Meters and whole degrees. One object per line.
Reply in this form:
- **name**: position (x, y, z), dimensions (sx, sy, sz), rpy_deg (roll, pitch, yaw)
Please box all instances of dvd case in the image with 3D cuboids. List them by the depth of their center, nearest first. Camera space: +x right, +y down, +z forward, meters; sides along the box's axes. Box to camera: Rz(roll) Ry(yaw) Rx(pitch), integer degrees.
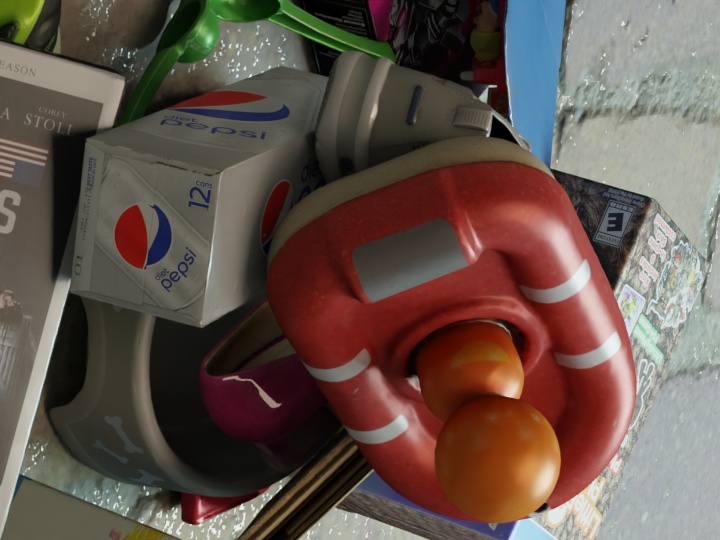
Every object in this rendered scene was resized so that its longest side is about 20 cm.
- **dvd case**: position (-0.189, -0.001, 1.106), dimensions (0.150, 0.025, 0.201), rpy_deg (14, 94, -24)

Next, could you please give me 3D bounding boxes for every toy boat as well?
- **toy boat**: position (0.048, 0.048, 1.149), dimensions (0.200, 0.130, 0.131), rpy_deg (59, 13, -51)

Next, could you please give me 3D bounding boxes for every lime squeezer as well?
- **lime squeezer**: position (-0.066, -0.104, 1.308), dimensions (0.200, 0.038, 0.071), rpy_deg (-26, 107, -46)

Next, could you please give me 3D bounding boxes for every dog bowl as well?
- **dog bowl**: position (-0.063, 0.018, 1.339), dimensions (0.200, 0.059, 0.201), rpy_deg (-24, 124, -42)

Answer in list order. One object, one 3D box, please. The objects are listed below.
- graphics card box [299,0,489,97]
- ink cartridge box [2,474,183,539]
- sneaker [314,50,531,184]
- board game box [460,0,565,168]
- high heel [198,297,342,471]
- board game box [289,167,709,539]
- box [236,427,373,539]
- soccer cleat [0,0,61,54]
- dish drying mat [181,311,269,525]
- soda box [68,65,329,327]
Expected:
- **graphics card box**: position (0.021, -0.159, 1.421), dimensions (0.126, 0.051, 0.200), rpy_deg (-49, 142, -34)
- **ink cartridge box**: position (-0.103, 0.196, 1.250), dimensions (0.145, 0.200, 0.147), rpy_deg (-65, 148, -12)
- **sneaker**: position (0.043, -0.030, 1.221), dimensions (0.200, 0.082, 0.075), rpy_deg (43, 62, -67)
- **board game box**: position (0.073, -0.139, 1.415), dimensions (0.158, 0.039, 0.201), rpy_deg (64, 30, -64)
- **high heel**: position (0.000, 0.000, 1.307), dimensions (0.200, 0.067, 0.096), rpy_deg (-46, 148, -7)
- **board game box**: position (0.069, 0.048, 1.496), dimensions (0.097, 0.159, 0.200), rpy_deg (41, 70, -56)
- **box**: position (0.008, 0.077, 1.348), dimensions (0.163, 0.021, 0.200), rpy_deg (-44, 178, 2)
- **soccer cleat**: position (-0.155, -0.083, 1.168), dimensions (0.081, 0.067, 0.201), rpy_deg (-94, -178, -79)
- **dish drying mat**: position (-0.062, 0.027, 1.408), dimensions (0.077, 0.018, 0.201), rpy_deg (-20, 121, -48)
- **soda box**: position (-0.050, -0.036, 1.183), dimensions (0.200, 0.063, 0.068), rpy_deg (-31, 132, -64)
